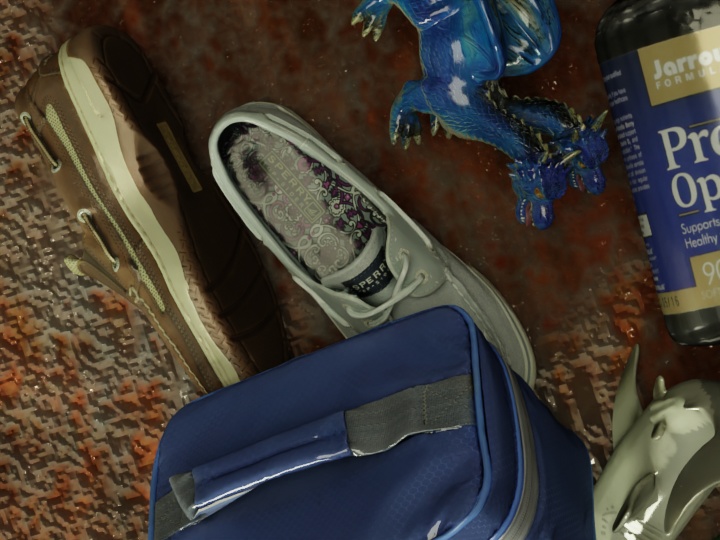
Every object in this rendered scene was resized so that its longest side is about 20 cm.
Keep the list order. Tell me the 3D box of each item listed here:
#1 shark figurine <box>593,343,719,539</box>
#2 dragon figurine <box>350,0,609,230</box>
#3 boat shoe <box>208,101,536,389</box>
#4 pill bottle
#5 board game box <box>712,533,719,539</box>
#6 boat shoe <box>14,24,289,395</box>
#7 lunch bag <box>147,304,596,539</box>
[{"bbox_3d":[0.162,0.086,0.981,0.089,0.215,0.128,17,68,-6],"label":"shark figurine"},{"bbox_3d":[0.053,-0.115,1.015,0.099,0.059,0.200,-13,91,43],"label":"dragon figurine"},{"bbox_3d":[0.000,-0.001,1.044,0.201,0.072,0.070,44,99,5],"label":"boat shoe"},{"bbox_3d":[0.169,-0.074,0.989,0.112,0.112,0.200,-15,90,11],"label":"pill bottle"},{"bbox_3d":[0.227,0.163,1.030,0.200,0.029,0.135,-43,83,10],"label":"board game box"},{"bbox_3d":[-0.105,-0.015,1.072,0.075,0.075,0.203,-29,80,25],"label":"boat shoe"},{"bbox_3d":[-0.006,0.110,0.988,0.200,0.136,0.132,-23,133,20],"label":"lunch bag"}]
